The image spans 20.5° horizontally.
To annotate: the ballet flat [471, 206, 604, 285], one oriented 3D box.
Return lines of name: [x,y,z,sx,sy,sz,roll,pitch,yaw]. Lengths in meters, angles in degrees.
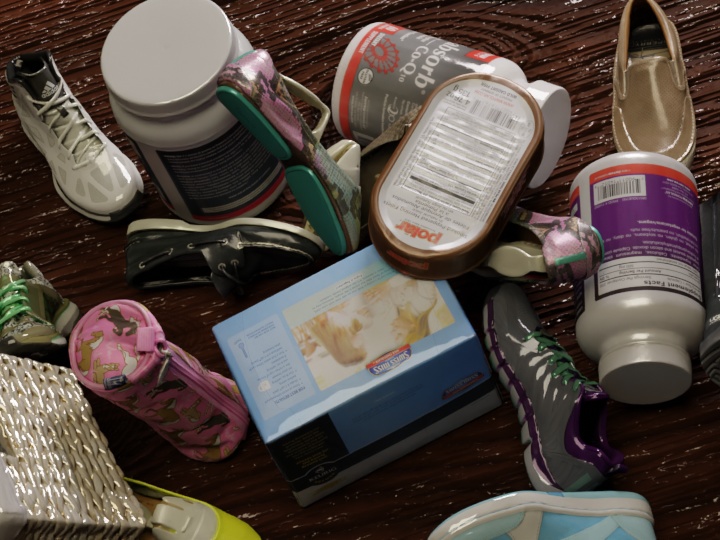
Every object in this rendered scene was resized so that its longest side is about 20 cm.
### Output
ballet flat: [0.131,-0.017,1.695,0.071,0.070,0.200,-12,8,-23]

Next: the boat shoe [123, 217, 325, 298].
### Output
boat shoe: [-0.129,-0.006,1.820,0.198,0.075,0.066,4,63,18]

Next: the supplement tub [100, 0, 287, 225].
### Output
supplement tub: [-0.149,-0.145,1.832,0.140,0.200,0.141,-7,58,11]

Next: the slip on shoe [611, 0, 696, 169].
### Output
slip on shoe: [0.262,-0.165,1.794,0.076,0.061,0.201,-6,49,16]

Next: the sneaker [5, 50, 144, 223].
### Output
sneaker: [-0.288,-0.135,1.916,0.076,0.116,0.201,-37,57,-9]

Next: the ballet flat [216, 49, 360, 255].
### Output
ballet flat: [-0.046,-0.108,1.737,0.071,0.200,0.069,-44,20,-21]

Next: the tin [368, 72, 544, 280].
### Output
tin: [0.081,-0.083,1.677,0.112,0.042,0.200,21,62,17]

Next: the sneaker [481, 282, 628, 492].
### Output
sneaker: [0.168,0.091,1.654,0.087,0.074,0.201,-34,65,38]

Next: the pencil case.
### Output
pencil case: [-0.167,0.097,1.695,0.083,0.200,0.087,-40,57,2]

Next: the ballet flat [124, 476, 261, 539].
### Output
ballet flat: [-0.179,0.213,1.704,0.199,0.067,0.067,17,65,24]

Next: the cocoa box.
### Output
cocoa box: [-0.002,0.081,1.695,0.199,0.131,0.134,-27,56,-2]

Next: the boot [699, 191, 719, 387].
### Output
boot: [0.336,0.045,1.651,0.065,0.165,0.200,-25,30,24]

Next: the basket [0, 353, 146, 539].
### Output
basket: [-0.313,0.193,1.652,0.200,0.160,0.199,-51,52,27]

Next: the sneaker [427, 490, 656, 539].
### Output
sneaker: [0.156,0.242,1.546,0.199,0.080,0.131,-3,53,-21]

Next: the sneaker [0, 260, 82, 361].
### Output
sneaker: [-0.307,0.039,1.769,0.077,0.200,0.089,-29,98,3]

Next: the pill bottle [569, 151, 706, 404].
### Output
pill bottle: [0.236,0.007,1.686,0.112,0.113,0.201,-6,59,12]

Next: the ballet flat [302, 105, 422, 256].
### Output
ballet flat: [0.011,-0.079,1.784,0.200,0.046,0.068,-40,83,31]

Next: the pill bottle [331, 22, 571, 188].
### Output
pill bottle: [0.084,-0.148,1.820,0.199,0.116,0.116,19,66,25]
